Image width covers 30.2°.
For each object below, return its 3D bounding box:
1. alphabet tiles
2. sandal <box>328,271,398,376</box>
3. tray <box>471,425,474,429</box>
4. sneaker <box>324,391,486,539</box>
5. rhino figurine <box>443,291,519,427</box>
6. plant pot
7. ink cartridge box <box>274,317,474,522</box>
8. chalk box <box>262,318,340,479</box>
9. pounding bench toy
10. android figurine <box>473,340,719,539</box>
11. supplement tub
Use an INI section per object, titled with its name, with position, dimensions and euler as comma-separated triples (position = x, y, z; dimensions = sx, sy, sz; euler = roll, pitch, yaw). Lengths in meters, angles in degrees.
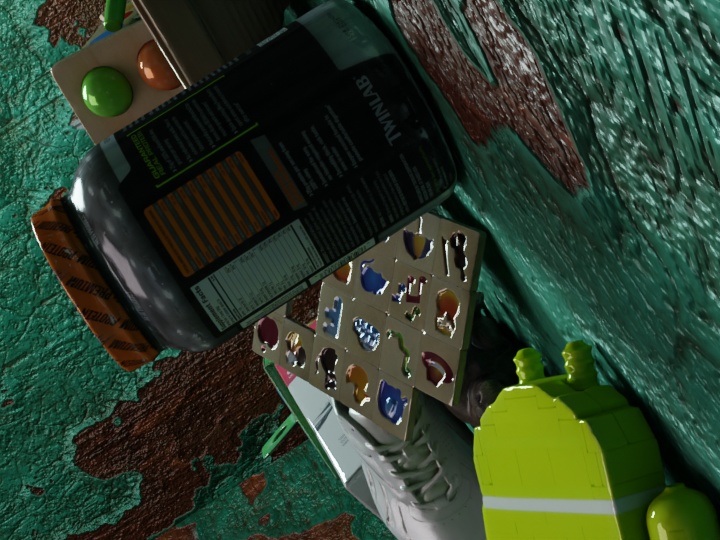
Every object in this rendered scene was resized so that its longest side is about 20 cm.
[alphabet tiles]
position = 0.000, 0.000, 0.799
dimensions = 0.200, 0.008, 0.168
euler = 24, 111, 48
[sandal]
position = 0.006, -0.034, 0.854
dimensions = 0.078, 0.069, 0.213
euler = -36, 65, 44
[tray]
position = 0.135, 0.155, 1.003
dimensions = 0.200, 0.037, 0.099
euler = 55, 175, 31
[sneaker]
position = 0.025, 0.112, 0.858
dimensions = 0.200, 0.078, 0.099
euler = 55, 180, 14
[rhino figurine]
position = 0.072, 0.061, 0.840
dimensions = 0.088, 0.060, 0.200
euler = 62, 178, -25
[plant pot]
position = -0.109, -0.196, 0.883
dimensions = 0.202, 0.092, 0.201
euler = 59, 177, 5
[ink cartridge box]
position = 0.030, 0.129, 1.047
dimensions = 0.145, 0.084, 0.200
euler = 44, -177, -29
[chalk box]
position = -0.013, 0.102, 1.224
dimensions = 0.124, 0.199, 0.125
euler = 58, 176, -5
[pounding bench toy]
position = -0.170, -0.187, 1.077
dimensions = 0.201, 0.124, 0.156
euler = 60, -157, -22
[android figurine]
position = 0.108, 0.134, 0.642
dimensions = 0.182, 0.041, 0.201
euler = -23, 77, 65
[supplement tub]
position = -0.061, -0.041, 0.694
dimensions = 0.123, 0.199, 0.123
euler = 58, 177, 6
